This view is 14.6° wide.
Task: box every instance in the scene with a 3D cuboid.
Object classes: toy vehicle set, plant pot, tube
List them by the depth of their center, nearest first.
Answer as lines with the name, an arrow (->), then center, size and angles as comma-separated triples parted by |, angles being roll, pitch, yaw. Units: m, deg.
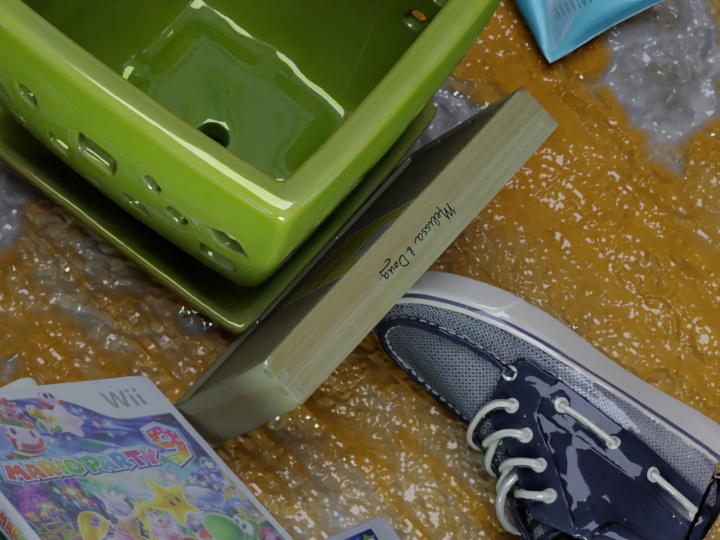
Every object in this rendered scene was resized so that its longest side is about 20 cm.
toy vehicle set -> 0.000, 0.000, 1.339 | 0.027, 0.124, 0.200 | 47, 64, -8
plant pot -> -0.065, -0.101, 1.349 | 0.199, 0.182, 0.200 | 36, 63, 9
tube -> 0.078, -0.207, 1.509 | 0.077, 0.050, 0.200 | -30, 76, -14

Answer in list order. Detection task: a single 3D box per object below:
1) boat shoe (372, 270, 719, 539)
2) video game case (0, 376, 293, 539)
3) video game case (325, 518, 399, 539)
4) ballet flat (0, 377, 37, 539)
boat shoe -> 0.081, 0.081, 1.338 | 0.199, 0.075, 0.093 | 27, 54, 4
video game case -> -0.090, 0.121, 1.243 | 0.143, 0.018, 0.200 | -4, 41, -50
video game case -> -0.040, 0.200, 1.256 | 0.199, 0.018, 0.143 | -21, 52, -22
ballet flat -> -0.197, 0.059, 1.320 | 0.200, 0.068, 0.072 | 41, 45, 16
